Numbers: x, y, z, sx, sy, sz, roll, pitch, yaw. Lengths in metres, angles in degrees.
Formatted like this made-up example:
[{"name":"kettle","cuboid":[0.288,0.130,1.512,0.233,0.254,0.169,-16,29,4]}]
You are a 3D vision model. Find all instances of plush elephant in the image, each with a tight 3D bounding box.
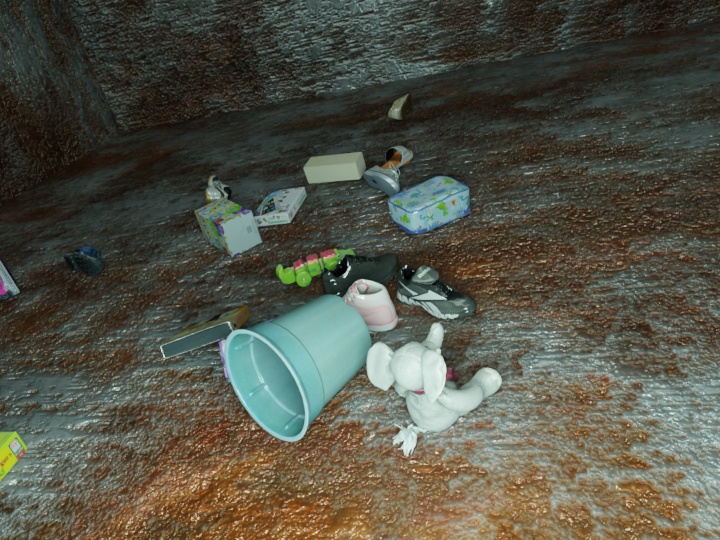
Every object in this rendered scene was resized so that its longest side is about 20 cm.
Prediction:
[{"name":"plush elephant","cuboid":[0.101,0.159,0.866,0.163,0.157,0.200,11,38,38]}]

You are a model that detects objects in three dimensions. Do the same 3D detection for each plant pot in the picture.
[{"name":"plant pot","cuboid":[-0.094,0.148,0.959,0.198,0.204,0.195,13,31,40]}]

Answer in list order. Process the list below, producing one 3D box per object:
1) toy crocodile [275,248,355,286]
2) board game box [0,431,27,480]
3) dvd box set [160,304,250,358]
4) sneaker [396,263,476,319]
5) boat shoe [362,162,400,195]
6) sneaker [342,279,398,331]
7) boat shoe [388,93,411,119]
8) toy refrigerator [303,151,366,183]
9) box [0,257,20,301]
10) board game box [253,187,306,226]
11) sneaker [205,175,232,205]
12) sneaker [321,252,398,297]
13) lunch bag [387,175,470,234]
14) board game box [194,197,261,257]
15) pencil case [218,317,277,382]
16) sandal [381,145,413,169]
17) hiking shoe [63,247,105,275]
[{"name":"toy crocodile","cuboid":[-0.107,-0.014,1.356,0.197,0.063,0.068,-18,29,-7]},{"name":"board game box","cuboid":[-0.735,0.353,1.031,0.196,0.048,0.102,-6,30,16]},{"name":"dvd box set","cuboid":[-0.315,0.123,1.165,0.144,0.030,0.200,-20,6,1]},{"name":"sneaker","cuboid":[0.143,0.036,1.125,0.066,0.092,0.198,-35,35,-31]},{"name":"boat shoe","cuboid":[0.086,-0.290,1.724,0.086,0.075,0.202,-39,27,-8]},{"name":"sneaker","cuboid":[-0.027,0.069,1.136,0.197,0.106,0.076,-5,32,19]},{"name":"boat shoe","cuboid":[0.169,-0.707,2.404,0.068,0.075,0.201,5,35,20]},{"name":"toy refrigerator","cuboid":[-0.087,-0.349,1.917,0.197,0.071,0.076,-2,38,23]},{"name":"box","cuboid":[-1.135,-0.008,1.676,0.114,0.203,0.131,-32,33,-26]},{"name":"board game box","cuboid":[-0.256,-0.204,1.778,0.124,0.035,0.201,-5,31,15]},{"name":"sneaker","cuboid":[-0.504,-0.281,2.006,0.086,0.077,0.201,-2,31,-10]},{"name":"sneaker","cuboid":[0.000,0.000,1.255,0.198,0.092,0.076,-27,29,-23]},{"name":"lunch bag","cuboid":[0.181,-0.176,1.481,0.198,0.084,0.161,-25,32,-18]},{"name":"board game box","cuboid":[-0.391,-0.130,1.643,0.102,0.106,0.199,-30,32,-26]},{"name":"pencil case","cuboid":[-0.181,0.144,1.094,0.197,0.085,0.085,-22,19,-13]},{"name":"sandal","cuboid":[0.116,-0.381,1.885,0.078,0.060,0.207,4,35,30]},{"name":"hiking shoe","cuboid":[-0.836,-0.041,1.725,0.198,0.075,0.087,11,38,37]}]
